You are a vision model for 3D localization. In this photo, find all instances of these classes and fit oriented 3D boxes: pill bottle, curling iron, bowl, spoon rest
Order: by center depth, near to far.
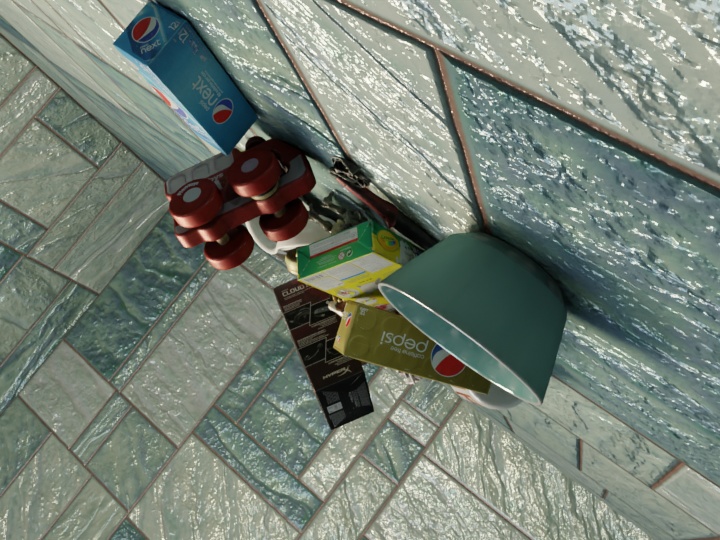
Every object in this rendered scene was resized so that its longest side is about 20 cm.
[{"bbox_3d":[0.127,0.035,0.750,0.201,0.105,0.201,37,174,5],"label":"bowl"},{"bbox_3d":[0.038,-0.065,0.873,0.200,0.026,0.050,40,175,-22],"label":"curling iron"},{"bbox_3d":[-0.105,-0.053,1.132,0.200,0.099,0.061,11,114,50],"label":"spoon rest"},{"bbox_3d":[0.197,0.156,1.170,0.112,0.112,0.200,38,174,1],"label":"pill bottle"}]

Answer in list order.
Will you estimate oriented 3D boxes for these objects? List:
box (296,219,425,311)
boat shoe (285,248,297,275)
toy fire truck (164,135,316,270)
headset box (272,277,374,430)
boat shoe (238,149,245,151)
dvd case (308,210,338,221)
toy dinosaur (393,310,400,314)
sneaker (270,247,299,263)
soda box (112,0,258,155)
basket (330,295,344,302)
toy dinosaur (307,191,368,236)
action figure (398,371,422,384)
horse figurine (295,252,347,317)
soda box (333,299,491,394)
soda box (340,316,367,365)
[{"bbox_3d":[0.027,0.004,0.934,0.117,0.048,0.200,-19,151,30],"label":"box"},{"bbox_3d":[-0.026,0.015,1.158,0.200,0.063,0.073,10,-159,-27],"label":"boat shoe"},{"bbox_3d":[-0.163,-0.111,0.977,0.112,0.200,0.168,59,-174,-46],"label":"toy fire truck"},{"bbox_3d":[-0.057,0.111,1.092,0.149,0.077,0.200,78,168,-56],"label":"headset box"},{"bbox_3d":[-0.156,-0.145,1.227,0.076,0.072,0.200,23,179,16],"label":"boat shoe"},{"bbox_3d":[-0.148,-0.100,1.253,0.200,0.018,0.143,14,175,-20],"label":"dvd case"},{"bbox_3d":[0.111,0.075,1.105,0.136,0.086,0.200,40,-177,-24],"label":"toy dinosaur"},{"bbox_3d":[-0.063,-0.047,1.218,0.200,0.076,0.091,9,161,-3],"label":"sneaker"},{"bbox_3d":[-0.200,-0.222,0.879,0.064,0.068,0.200,34,173,25],"label":"soda box"},{"bbox_3d":[0.009,0.021,1.455,0.200,0.149,0.143,48,-159,-57],"label":"basket"},{"bbox_3d":[-0.029,-0.065,1.018,0.088,0.047,0.200,36,-164,13],"label":"toy dinosaur"},{"bbox_3d":[0.084,0.124,1.266,0.069,0.130,0.200,-7,-172,24],"label":"action figure"},{"bbox_3d":[0.000,0.000,1.076,0.132,0.050,0.200,33,-148,25],"label":"horse figurine"},{"bbox_3d":[0.072,0.097,0.939,0.200,0.068,0.064,17,179,-13],"label":"soda box"},{"bbox_3d":[0.007,0.092,1.123,0.200,0.064,0.068,174,74,-83],"label":"soda box"}]
